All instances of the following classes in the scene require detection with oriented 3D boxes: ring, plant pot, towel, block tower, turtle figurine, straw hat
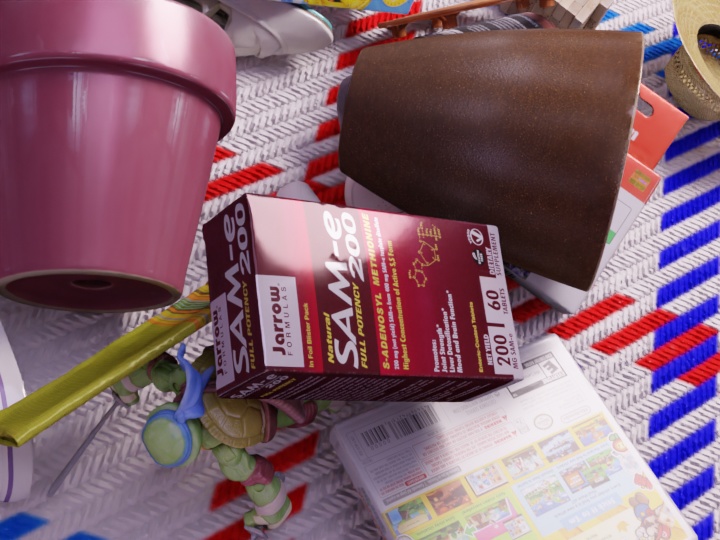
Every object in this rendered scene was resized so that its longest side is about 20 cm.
[{"bbox_3d":[0.112,-0.230,0.974,0.198,0.199,0.020,-20,105,-27],"label":"ring"},{"bbox_3d":[0.089,-0.097,0.814,0.197,0.188,0.189,11,57,7],"label":"plant pot"},{"bbox_3d":[-0.140,0.046,0.689,0.199,0.086,0.018,-35,101,-30],"label":"towel"},{"bbox_3d":[-0.185,-0.072,0.773,0.197,0.200,0.182,4,76,-17],"label":"plant pot"},{"bbox_3d":[0.149,-0.295,1.088,0.199,0.054,0.058,38,57,5],"label":"block tower"},{"bbox_3d":[-0.100,0.107,0.760,0.142,0.203,0.193,21,29,25],"label":"turtle figurine"},{"bbox_3d":[0.350,-0.192,1.082,0.198,0.085,0.204,15,59,-26],"label":"straw hat"}]

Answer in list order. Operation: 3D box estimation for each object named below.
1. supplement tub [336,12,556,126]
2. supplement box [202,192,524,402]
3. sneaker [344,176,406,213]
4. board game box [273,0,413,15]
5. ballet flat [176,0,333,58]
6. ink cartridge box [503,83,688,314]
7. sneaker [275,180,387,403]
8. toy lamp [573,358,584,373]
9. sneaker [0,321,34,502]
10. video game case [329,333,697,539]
[{"bbox_3d":[0.079,-0.152,0.951,0.198,0.107,0.108,-19,69,-26],"label":"supplement tub"},{"bbox_3d":[0.004,0.022,0.690,0.197,0.061,0.111,5,68,-35],"label":"supplement box"},{"bbox_3d":[0.059,-0.013,0.864,0.074,0.100,0.201,-37,76,-7],"label":"sneaker"},{"bbox_3d":[-0.009,-0.316,0.898,0.194,0.202,0.056,-6,43,-39],"label":"board game box"},{"bbox_3d":[-0.121,-0.223,0.953,0.198,0.070,0.070,28,56,2],"label":"ballet flat"},{"bbox_3d":[0.184,-0.077,0.921,0.108,0.050,0.201,34,89,1],"label":"ink cartridge box"},{"bbox_3d":[0.000,0.000,0.830,0.080,0.070,0.202,-39,57,12],"label":"sneaker"},{"bbox_3d":[0.090,0.121,0.831,0.198,0.058,0.059,-27,73,-27],"label":"toy lamp"},{"bbox_3d":[-0.284,0.064,0.711,0.113,0.073,0.203,-14,72,-31],"label":"sneaker"},{"bbox_3d":[0.104,0.150,0.763,0.197,0.023,0.183,-19,60,-25],"label":"video game case"}]
